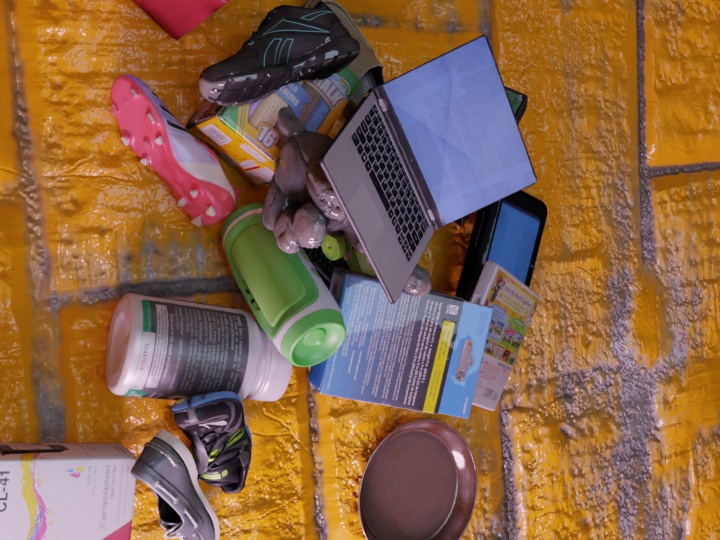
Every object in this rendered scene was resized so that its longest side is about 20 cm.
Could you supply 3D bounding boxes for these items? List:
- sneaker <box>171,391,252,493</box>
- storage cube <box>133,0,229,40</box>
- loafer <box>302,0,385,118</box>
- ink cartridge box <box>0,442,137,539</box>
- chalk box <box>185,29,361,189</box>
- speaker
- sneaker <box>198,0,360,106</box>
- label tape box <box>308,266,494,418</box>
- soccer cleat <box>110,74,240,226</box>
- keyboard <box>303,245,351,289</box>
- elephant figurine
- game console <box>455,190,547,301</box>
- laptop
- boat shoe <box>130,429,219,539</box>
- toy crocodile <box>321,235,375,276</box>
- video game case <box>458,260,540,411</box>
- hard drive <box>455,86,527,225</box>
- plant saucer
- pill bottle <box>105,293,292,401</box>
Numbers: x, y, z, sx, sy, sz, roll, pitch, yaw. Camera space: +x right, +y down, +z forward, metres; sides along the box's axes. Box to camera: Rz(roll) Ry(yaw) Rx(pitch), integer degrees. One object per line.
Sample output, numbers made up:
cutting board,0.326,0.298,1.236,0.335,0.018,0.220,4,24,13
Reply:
sneaker,-0.160,0.197,0.973,0.070,0.201,0.084,-10,56,1
storage cube,-0.195,-0.393,0.943,0.170,0.179,0.202,37,73,-25
loafer,-0.007,-0.266,1.115,0.076,0.067,0.202,-39,109,-23
ink cartridge box,-0.350,0.265,0.919,0.197,0.085,0.150,6,88,-31
chalk box,-0.094,-0.217,1.035,0.123,0.124,0.201,40,74,-24
speaker,-0.093,0.014,0.999,0.087,0.201,0.089,-22,144,-17
sneaker,-0.096,-0.238,0.935,0.198,0.075,0.080,-26,89,-32
label tape box,0.049,0.090,1.048,0.197,0.063,0.147,13,92,-19
soccer cleat,-0.217,-0.145,1.010,0.201,0.066,0.077,55,36,-13
keyboard,0.000,0.000,1.110,0.200,0.021,0.127,45,52,-2
elephant figurine,-0.003,-0.072,0.970,0.198,0.141,0.157,7,111,-39
game console,0.214,-0.032,1.223,0.115,0.176,0.203,15,82,0
laptop,0.079,-0.103,0.894,0.201,0.115,0.189,-58,132,-39
boat shoe,-0.213,0.267,0.971,0.062,0.072,0.202,-46,144,-38
toy crocodile,-0.025,-0.078,1.088,0.067,0.062,0.202,-16,74,-33
video game case,0.180,0.097,1.187,0.199,0.023,0.184,27,85,-58
hard drive,0.125,-0.176,1.166,0.138,0.038,0.202,25,75,15
plant saucer,0.076,0.307,1.192,0.198,0.034,0.204,0,90,-30
pill bottle,-0.185,0.096,0.994,0.197,0.113,0.115,10,86,-28
